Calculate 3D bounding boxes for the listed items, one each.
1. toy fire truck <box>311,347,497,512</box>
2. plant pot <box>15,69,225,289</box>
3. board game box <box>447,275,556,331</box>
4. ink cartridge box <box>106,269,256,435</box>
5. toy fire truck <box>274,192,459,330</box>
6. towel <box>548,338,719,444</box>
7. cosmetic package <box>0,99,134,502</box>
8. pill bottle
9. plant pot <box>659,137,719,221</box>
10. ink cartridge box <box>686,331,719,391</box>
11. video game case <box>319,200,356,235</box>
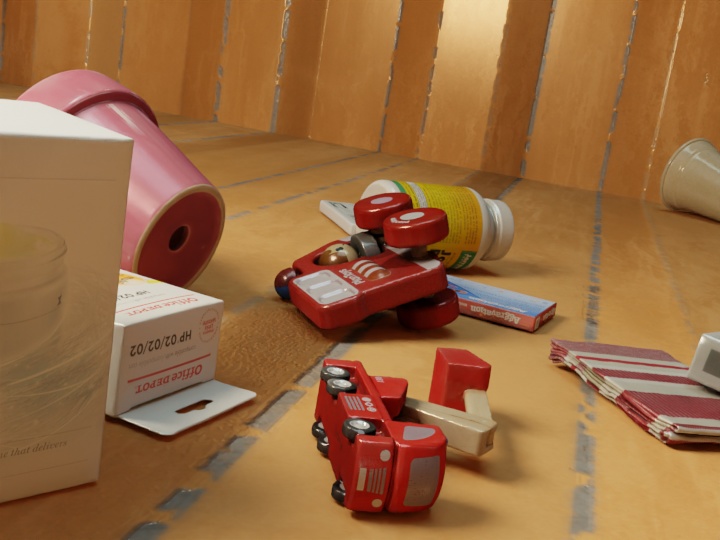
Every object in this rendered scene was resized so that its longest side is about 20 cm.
[{"bbox_3d":[0.040,0.103,0.639,0.139,0.049,0.200,7,13,-13],"label":"toy fire truck"},{"bbox_3d":[-0.238,-0.066,0.910,0.178,0.202,0.199,32,21,22],"label":"plant pot"},{"bbox_3d":[0.120,0.029,1.092,0.198,0.020,0.103,15,12,23],"label":"board game box"},{"bbox_3d":[-0.181,0.047,0.683,0.198,0.069,0.115,15,14,25],"label":"ink cartridge box"},{"bbox_3d":[0.000,0.000,0.970,0.166,0.113,0.200,-16,20,-19],"label":"toy fire truck"},{"bbox_3d":[0.276,0.111,0.842,0.142,0.023,0.200,7,14,-20],"label":"towel"},{"bbox_3d":[-0.239,0.014,0.481,0.198,0.203,0.122,-4,18,-45],"label":"cosmetic package"},{"bbox_3d":[0.103,-0.059,1.257,0.198,0.114,0.113,2,14,-29],"label":"pill bottle"},{"bbox_3d":[0.907,-0.214,2.404,0.198,0.203,0.183,1,26,-32],"label":"plant pot"},{"bbox_3d":[0.407,0.107,0.878,0.161,0.058,0.199,24,6,28],"label":"ink cartridge box"},{"bbox_3d":[0.042,-0.077,1.506,0.180,0.022,0.200,5,12,-17],"label":"video game case"}]
